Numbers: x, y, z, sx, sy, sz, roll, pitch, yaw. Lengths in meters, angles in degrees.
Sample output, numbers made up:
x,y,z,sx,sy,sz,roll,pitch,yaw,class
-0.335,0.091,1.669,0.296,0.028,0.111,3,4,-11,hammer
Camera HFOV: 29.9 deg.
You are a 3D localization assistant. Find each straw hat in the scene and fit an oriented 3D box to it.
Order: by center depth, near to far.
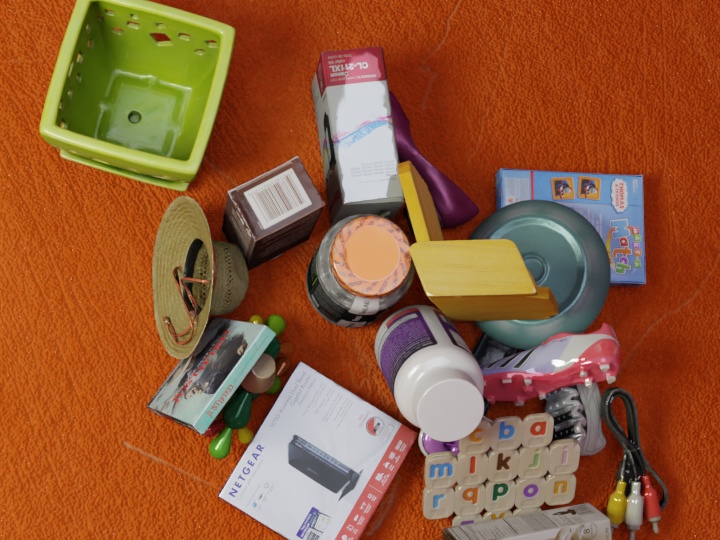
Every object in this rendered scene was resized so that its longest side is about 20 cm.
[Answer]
x,y,z,sx,sy,sz,roll,pitch,yaw,class
-0.187,0.010,1.683,0.085,0.201,0.202,2,78,-30,straw hat

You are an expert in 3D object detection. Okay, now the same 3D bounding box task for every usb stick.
x,y,z,sx,sy,sz,roll,pitch,yaw,class
0.153,0.152,1.765,0.055,0.033,0.200,29,77,4,usb stick

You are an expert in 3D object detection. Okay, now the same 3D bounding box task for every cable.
x,y,z,sx,sy,sz,roll,pitch,yaw,class
0.358,0.249,1.745,0.097,0.050,0.201,-5,102,-13,cable

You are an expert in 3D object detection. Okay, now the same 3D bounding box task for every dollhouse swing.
x,y,z,sx,sy,sz,roll,pitch,yaw,class
0.145,-0.038,1.656,0.181,0.200,0.177,-2,78,13,dollhouse swing

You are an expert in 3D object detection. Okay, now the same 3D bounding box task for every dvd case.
x,y,z,sx,sy,sz,roll,pitch,yaw,class
-0.184,0.123,1.635,0.022,0.200,0.146,40,76,-18,dvd case

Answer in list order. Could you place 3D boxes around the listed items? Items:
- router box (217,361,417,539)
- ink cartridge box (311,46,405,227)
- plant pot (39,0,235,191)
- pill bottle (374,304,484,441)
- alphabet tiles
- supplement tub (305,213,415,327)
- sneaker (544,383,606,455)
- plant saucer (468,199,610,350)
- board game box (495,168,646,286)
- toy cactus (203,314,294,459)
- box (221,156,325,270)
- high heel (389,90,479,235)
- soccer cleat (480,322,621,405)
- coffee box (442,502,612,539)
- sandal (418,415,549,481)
x,y,z,sx,sy,sz,roll,pitch,yaw,class
-0.054,0.247,1.706,0.179,0.049,0.200,31,77,-2,router box
-0.005,-0.168,1.740,0.082,0.146,0.201,-6,80,-9,ink cartridge box
-0.276,-0.212,1.689,0.199,0.181,0.200,15,78,-6,plant pot
0.088,0.128,1.661,0.111,0.200,0.112,-4,111,-9,pill bottle
0.176,0.262,1.699,0.199,0.015,0.196,-5,121,-9,alphabet tiles
0.000,0.000,1.682,0.122,0.200,0.123,1,80,-7,supplement tub
0.279,0.148,1.772,0.081,0.075,0.201,12,68,-36,sneaker
0.223,0.002,1.752,0.199,0.036,0.201,-3,78,13,plant saucer
0.283,-0.057,1.820,0.199,0.037,0.152,2,79,-6,board game box
-0.139,0.129,1.657,0.102,0.165,0.200,35,67,-1,toy cactus
-0.111,-0.067,1.678,0.100,0.200,0.075,-28,83,-13,box
0.087,-0.151,1.793,0.096,0.067,0.201,-16,96,-5,high heel
0.233,0.119,1.717,0.199,0.067,0.077,-12,49,18,soccer cleat
0.212,0.371,1.694,0.199,0.080,0.115,-9,98,-10,coffee box
0.170,0.231,1.721,0.202,0.050,0.083,22,79,-21,sandal
